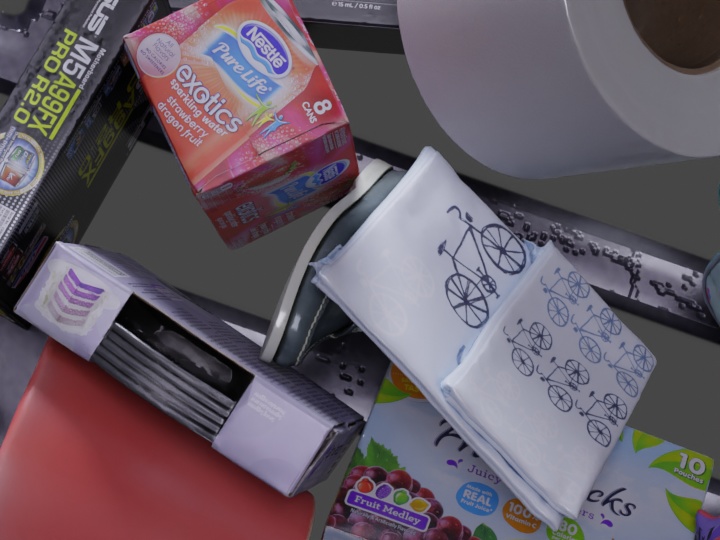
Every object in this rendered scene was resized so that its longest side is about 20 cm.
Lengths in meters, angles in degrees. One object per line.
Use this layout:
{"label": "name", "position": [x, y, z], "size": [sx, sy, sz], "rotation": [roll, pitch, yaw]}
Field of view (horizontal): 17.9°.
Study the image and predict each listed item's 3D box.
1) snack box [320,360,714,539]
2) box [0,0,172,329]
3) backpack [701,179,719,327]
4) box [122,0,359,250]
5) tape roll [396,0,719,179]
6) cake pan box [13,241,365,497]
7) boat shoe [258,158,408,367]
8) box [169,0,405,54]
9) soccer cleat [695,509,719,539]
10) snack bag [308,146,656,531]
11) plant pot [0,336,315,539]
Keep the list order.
{"label": "snack box", "position": [0.090, 0.139, 1.316], "size": [0.199, 0.053, 0.142], "rotation": [20, 50, 3]}
{"label": "box", "position": [-0.174, -0.072, 1.327], "size": [0.044, 0.160, 0.200], "rotation": [29, 81, 6]}
{"label": "backpack", "position": [0.283, 0.002, 1.306], "size": [0.153, 0.176, 0.200], "rotation": [-24, 77, -8]}
{"label": "box", "position": [-0.063, -0.088, 1.308], "size": [0.095, 0.200, 0.100], "rotation": [-25, 81, -2]}
{"label": "tape roll", "position": [0.139, -0.157, 1.304], "size": [0.202, 0.139, 0.203], "rotation": [4, 83, -38]}
{"label": "cake pan box", "position": [-0.090, 0.054, 1.285], "size": [0.184, 0.200, 0.052], "rotation": [32, 91, 4]}
{"label": "boat shoe", "position": [0.000, 0.000, 1.310], "size": [0.062, 0.200, 0.073], "rotation": [28, 123, 4]}
{"label": "box", "position": [-0.014, -0.210, 1.389], "size": [0.199, 0.079, 0.142], "rotation": [5, 84, 1]}
{"label": "soccer cleat", "position": [0.278, 0.121, 1.263], "size": [0.200, 0.068, 0.073], "rotation": [-31, 50, 11]}
{"label": "snack bag", "position": [0.077, 0.028, 1.301], "size": [0.200, 0.189, 0.021], "rotation": [46, 125, -4]}
{"label": "plant pot", "position": [-0.132, 0.159, 1.282], "size": [0.177, 0.200, 0.201], "rotation": [23, 81, -5]}
